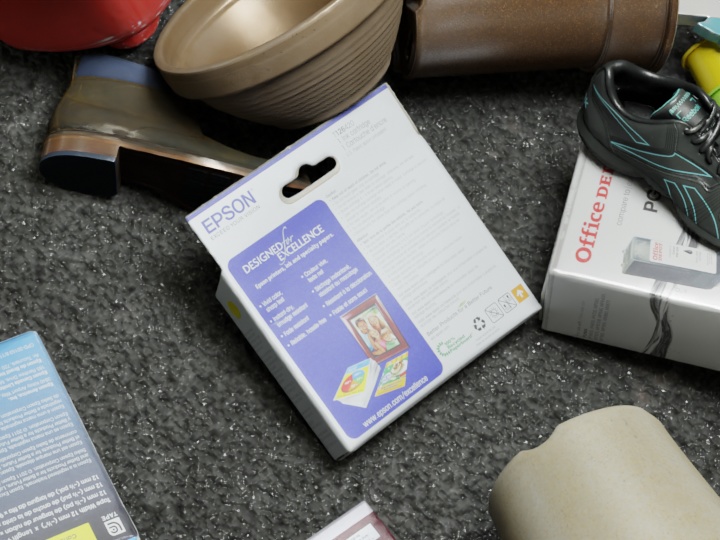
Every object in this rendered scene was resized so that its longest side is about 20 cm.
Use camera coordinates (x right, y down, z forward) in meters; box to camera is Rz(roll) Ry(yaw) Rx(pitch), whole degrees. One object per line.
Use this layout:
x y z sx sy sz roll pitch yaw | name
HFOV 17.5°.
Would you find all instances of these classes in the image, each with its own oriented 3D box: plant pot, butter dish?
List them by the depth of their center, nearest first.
0.182 0.201 1.554 0.199 0.201 0.184 -14 55 -22 | plant pot
-0.041 -0.168 1.680 0.201 0.200 0.093 -49 120 -31 | plant pot
-0.195 -0.226 1.701 0.199 0.148 0.200 -3 44 31 | butter dish
0.115 -0.233 1.764 0.197 0.201 0.201 -9 65 -12 | plant pot

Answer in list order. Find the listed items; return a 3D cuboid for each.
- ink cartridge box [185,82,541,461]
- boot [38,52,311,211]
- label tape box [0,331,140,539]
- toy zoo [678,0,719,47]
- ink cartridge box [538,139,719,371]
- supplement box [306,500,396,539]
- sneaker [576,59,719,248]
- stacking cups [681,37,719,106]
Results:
0.000 0.000 1.660 0.197 0.047 0.200 -35 87 -27 | ink cartridge box
-0.126 -0.101 1.684 0.199 0.075 0.097 10 63 -8 | boot
-0.237 0.158 1.519 0.143 0.066 0.201 -21 72 -24 | label tape box
0.265 -0.268 1.832 0.130 0.020 0.201 -7 73 -16 | toy zoo
0.243 -0.013 1.709 0.199 0.085 0.146 12 58 9 | ink cartridge box
0.018 0.265 1.532 0.109 0.061 0.200 -31 73 -27 | supplement box
0.240 -0.080 1.656 0.199 0.079 0.075 31 61 17 | sneaker
0.316 -0.092 1.809 0.060 0.061 0.201 -13 66 -22 | stacking cups
